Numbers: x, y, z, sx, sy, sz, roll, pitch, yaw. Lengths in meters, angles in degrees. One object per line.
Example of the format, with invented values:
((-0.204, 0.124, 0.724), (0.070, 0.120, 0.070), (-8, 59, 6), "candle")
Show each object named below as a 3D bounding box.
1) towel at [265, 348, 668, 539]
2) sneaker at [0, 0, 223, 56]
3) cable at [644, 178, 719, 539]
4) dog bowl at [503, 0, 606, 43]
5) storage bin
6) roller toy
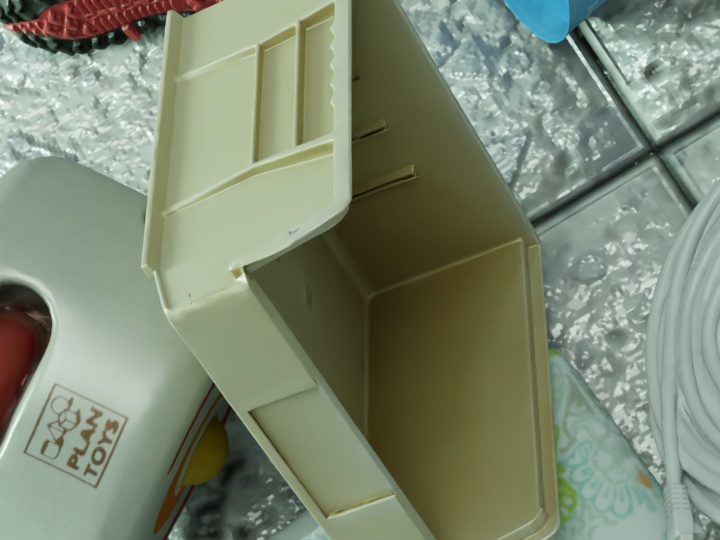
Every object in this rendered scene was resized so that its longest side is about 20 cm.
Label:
((0.051, 0.152, 1.054), (0.200, 0.048, 0.171), (-34, 64, 0), "towel")
((-0.092, -0.177, 1.216), (0.199, 0.079, 0.096), (-7, 64, 13), "sneaker")
((0.210, 0.026, 1.008), (0.200, 0.069, 0.200), (-33, 45, 29), "cable")
((0.068, -0.203, 1.167), (0.049, 0.112, 0.200), (-28, 62, -12), "dog bowl")
((0.000, 0.000, 1.009), (0.093, 0.200, 0.199), (-20, 39, 17), "storage bin")
((-0.124, 0.057, 1.059), (0.139, 0.183, 0.200), (26, 49, 4), "roller toy")
